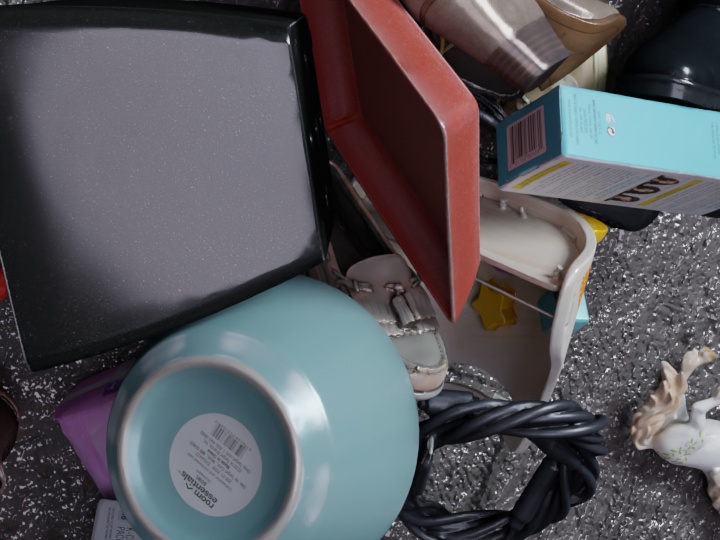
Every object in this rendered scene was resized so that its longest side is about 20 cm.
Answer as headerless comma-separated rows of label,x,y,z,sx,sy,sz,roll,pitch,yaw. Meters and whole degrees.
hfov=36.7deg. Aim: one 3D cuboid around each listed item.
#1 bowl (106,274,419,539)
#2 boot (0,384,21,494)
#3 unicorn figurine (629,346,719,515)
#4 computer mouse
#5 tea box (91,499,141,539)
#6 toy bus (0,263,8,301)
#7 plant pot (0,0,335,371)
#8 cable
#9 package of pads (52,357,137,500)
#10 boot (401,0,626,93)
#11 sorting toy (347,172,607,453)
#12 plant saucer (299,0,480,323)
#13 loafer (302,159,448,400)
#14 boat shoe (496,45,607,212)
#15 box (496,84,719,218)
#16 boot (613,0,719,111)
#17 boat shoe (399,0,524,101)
bowl,-0.072,0.102,0.653,0.198,0.105,0.203,0,91,16
boot,-0.320,0.127,0.696,0.198,0.166,0.073,-17,106,-11
unicorn figurine,0.315,0.152,0.932,0.198,0.074,0.138,25,105,-5
computer mouse,0.144,-0.077,0.782,0.198,0.034,0.059,20,107,-24
tea box,-0.105,0.284,0.766,0.194,0.134,0.201,8,128,-13
toy bus,-0.308,-0.008,0.660,0.190,0.200,0.137,9,101,-24
plant pot,-0.111,-0.074,0.670,0.175,0.200,0.202,-7,105,3
cable,0.093,0.142,0.777,0.161,0.051,0.201,-8,140,-1
package of pads,-0.103,0.107,0.769,0.198,0.076,0.121,-22,110,15
boot,0.087,-0.185,0.689,0.146,0.200,0.070,49,119,6
sorting toy,0.087,0.035,0.802,0.106,0.199,0.182,-18,124,-43
plant saucer,0.022,-0.096,0.683,0.036,0.200,0.201,-25,148,-11
loafer,0.000,0.000,0.739,0.071,0.200,0.063,-2,129,-35
boat shoe,0.139,-0.124,0.816,0.064,0.072,0.202,-7,109,-17
box,0.199,-0.078,0.746,0.198,0.082,0.050,5,77,-23
boot,0.245,-0.202,0.783,0.076,0.200,0.170,12,104,28
boat shoe,0.038,-0.174,0.739,0.200,0.072,0.061,34,49,-14
